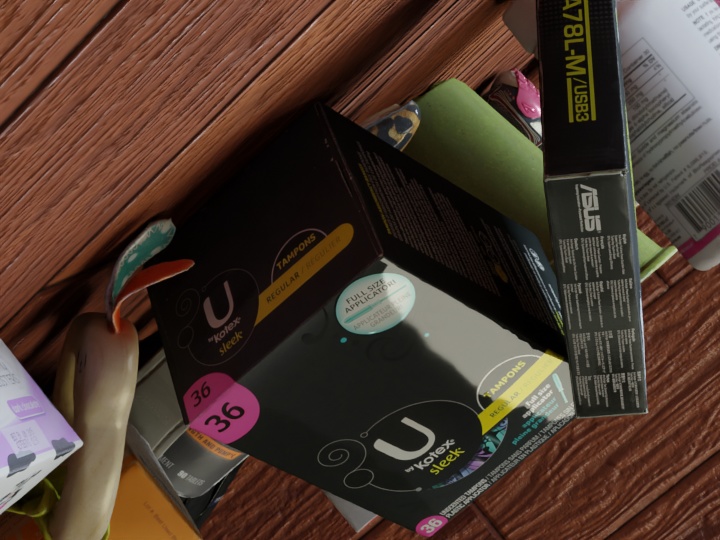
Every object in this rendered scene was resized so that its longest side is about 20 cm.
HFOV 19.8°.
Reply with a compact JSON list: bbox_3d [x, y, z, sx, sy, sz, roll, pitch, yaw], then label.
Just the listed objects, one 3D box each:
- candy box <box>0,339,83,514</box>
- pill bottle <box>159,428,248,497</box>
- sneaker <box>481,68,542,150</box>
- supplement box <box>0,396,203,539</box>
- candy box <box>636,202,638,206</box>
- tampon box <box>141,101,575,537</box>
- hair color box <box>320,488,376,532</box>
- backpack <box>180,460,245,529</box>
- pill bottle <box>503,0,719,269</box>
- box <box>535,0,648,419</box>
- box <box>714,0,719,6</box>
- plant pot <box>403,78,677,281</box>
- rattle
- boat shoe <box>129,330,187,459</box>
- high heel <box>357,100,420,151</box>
[{"bbox_3d":[-0.240,0.122,0.942,0.200,0.072,0.168,-40,175,6],"label":"candy box"},{"bbox_3d":[-0.081,0.064,1.478,0.200,0.106,0.106,-42,175,18],"label":"pill bottle"},{"bbox_3d":[0.100,-0.091,1.617,0.075,0.081,0.200,-36,175,-24],"label":"sneaker"},{"bbox_3d":[-0.181,0.149,1.258,0.126,0.074,0.200,-39,-161,-5],"label":"supplement box"},{"bbox_3d":[0.184,-0.062,1.666,0.115,0.055,0.200,-27,178,11],"label":"candy box"},{"bbox_3d":[0.008,0.032,1.150,0.150,0.126,0.200,-42,134,21],"label":"tampon box"},{"bbox_3d":[-0.019,0.084,1.567,0.111,0.200,0.064,-41,176,24],"label":"hair color box"},{"bbox_3d":[-0.184,0.178,1.656,0.163,0.154,0.200,-38,154,-51],"label":"backpack"},{"bbox_3d":[0.186,-0.110,1.259,0.113,0.200,0.113,-39,176,-4],"label":"pill bottle"},{"bbox_3d":[0.121,-0.057,1.084,0.047,0.194,0.200,-6,139,6],"label":"box"},{"bbox_3d":[0.256,-0.201,1.703,0.200,0.096,0.100,-40,176,4],"label":"box"},{"bbox_3d":[0.078,-0.022,1.397,0.200,0.190,0.200,-39,175,-4],"label":"plant pot"},{"bbox_3d":[-0.177,0.053,1.079,0.200,0.142,0.130,110,-4,-46],"label":"rattle"},{"bbox_3d":[-0.147,0.085,1.387,0.200,0.074,0.060,-39,-170,29],"label":"boat shoe"},{"bbox_3d":[0.000,0.000,1.268,0.200,0.143,0.071,-42,175,26],"label":"high heel"}]
